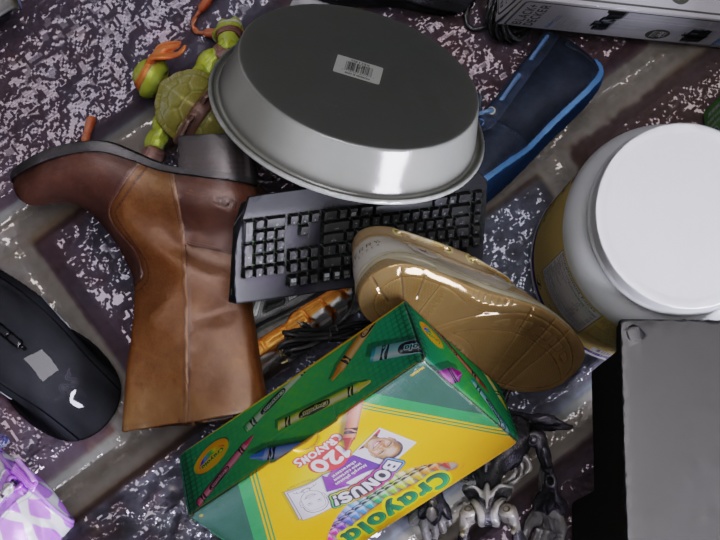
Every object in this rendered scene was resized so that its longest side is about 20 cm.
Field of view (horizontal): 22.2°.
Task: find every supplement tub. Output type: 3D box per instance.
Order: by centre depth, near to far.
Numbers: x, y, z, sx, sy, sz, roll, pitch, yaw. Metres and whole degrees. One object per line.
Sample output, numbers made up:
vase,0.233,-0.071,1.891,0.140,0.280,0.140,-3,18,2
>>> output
supplement tub,0.202,-0.018,1.282,0.144,0.200,0.147,1,80,-5

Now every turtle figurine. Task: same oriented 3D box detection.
turtle figurine,-0.104,-0.117,1.342,0.161,0.064,0.201,35,79,2

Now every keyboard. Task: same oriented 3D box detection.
keyboard,0.000,0.000,1.264,0.198,0.021,0.128,-8,116,-29

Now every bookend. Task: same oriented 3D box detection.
bookend,0.203,0.152,1.257,0.091,0.200,0.201,1,77,-5

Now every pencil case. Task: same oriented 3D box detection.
pencil case,-0.283,0.214,1.260,0.084,0.086,0.200,39,80,5

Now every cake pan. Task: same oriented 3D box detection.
cake pan,-0.005,-0.122,1.267,0.198,0.037,0.201,11,38,-9

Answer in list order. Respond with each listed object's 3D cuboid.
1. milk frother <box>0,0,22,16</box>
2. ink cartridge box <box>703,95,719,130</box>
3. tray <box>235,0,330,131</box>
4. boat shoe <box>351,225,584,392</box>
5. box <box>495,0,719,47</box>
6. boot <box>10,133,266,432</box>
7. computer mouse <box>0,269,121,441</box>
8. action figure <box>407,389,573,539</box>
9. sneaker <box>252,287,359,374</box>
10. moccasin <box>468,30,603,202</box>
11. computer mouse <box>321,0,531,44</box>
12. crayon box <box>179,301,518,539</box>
milk frother,-0.366,-0.219,1.271,0.187,0.200,0.181,-36,81,-10
ink cartridge box,0.314,-0.039,1.322,0.083,0.145,0.202,-4,80,-5
tray,-0.020,-0.129,1.320,0.106,0.022,0.201,18,37,-1
boat shoe,0.074,0.021,1.265,0.199,0.069,0.074,28,116,-35
box,0.202,-0.237,1.373,0.198,0.060,0.118,5,79,-14
boot,-0.156,0.011,1.287,0.186,0.068,0.203,-2,86,7
computer mouse,-0.276,0.062,1.306,0.200,0.046,0.140,45,78,4
action figure,0.089,0.169,1.295,0.117,0.103,0.202,4,54,4
sneaker,-0.056,0.015,1.320,0.199,0.078,0.078,-32,77,-10
moccasin,0.094,-0.099,1.359,0.068,0.081,0.200,44,65,8
computer mouse,0.038,-0.248,1.383,0.198,0.053,0.140,3,81,-4
crayon box,-0.009,0.120,1.243,0.199,0.119,0.059,-35,42,17
